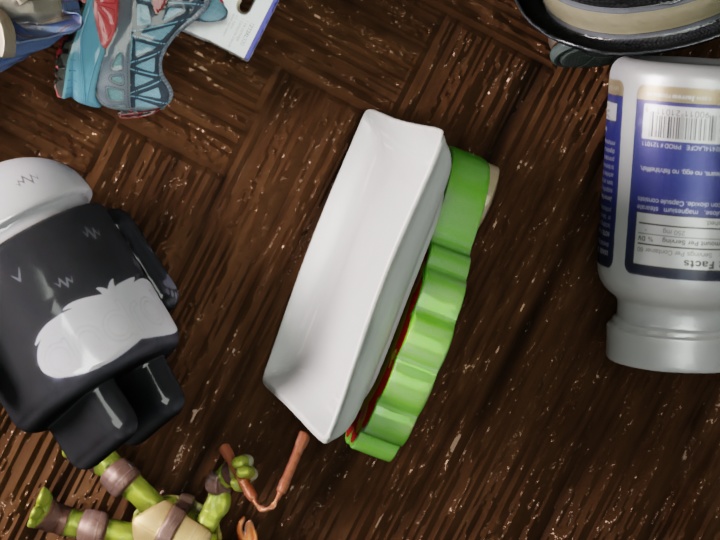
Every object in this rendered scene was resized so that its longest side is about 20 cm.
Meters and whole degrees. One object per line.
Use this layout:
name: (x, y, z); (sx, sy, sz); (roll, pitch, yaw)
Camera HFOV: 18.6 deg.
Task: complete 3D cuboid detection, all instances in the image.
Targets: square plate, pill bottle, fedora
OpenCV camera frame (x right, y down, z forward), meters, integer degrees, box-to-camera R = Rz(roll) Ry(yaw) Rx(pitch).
square plate: (0.000, 0.000, 1.398); (0.028, 0.198, 0.201); (20, 93, -15)
pill bottle: (0.215, -0.038, 1.448); (0.115, 0.116, 0.201); (3, 99, -5)
fedora: (0.187, -0.224, 1.396); (0.200, 0.201, 0.092); (-22, 133, -2)

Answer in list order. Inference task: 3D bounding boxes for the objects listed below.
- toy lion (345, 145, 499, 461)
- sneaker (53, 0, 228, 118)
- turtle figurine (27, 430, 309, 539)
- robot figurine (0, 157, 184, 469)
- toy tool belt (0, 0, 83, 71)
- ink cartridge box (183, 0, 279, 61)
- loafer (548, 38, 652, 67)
toy lion: (0.037, 0.019, 1.403); (0.068, 0.192, 0.201); (21, 92, -7)
sneaker: (-0.126, -0.194, 1.408); (0.095, 0.079, 0.201); (19, 102, -15)
turtle figurine: (-0.129, 0.164, 1.467); (0.161, 0.064, 0.200); (29, 101, 2)
robot figurine: (-0.196, 0.025, 1.413); (0.125, 0.150, 0.200); (-33, 84, 9)
toy tool belt: (-0.216, -0.161, 1.339); (0.125, 0.200, 0.123); (-12, 92, -23)
ink cartridge box: (-0.142, -0.224, 1.449); (0.200, 0.037, 0.095); (27, 92, -3)
loafer: (0.215, -0.185, 1.470); (0.199, 0.072, 0.063); (-13, 78, -9)
